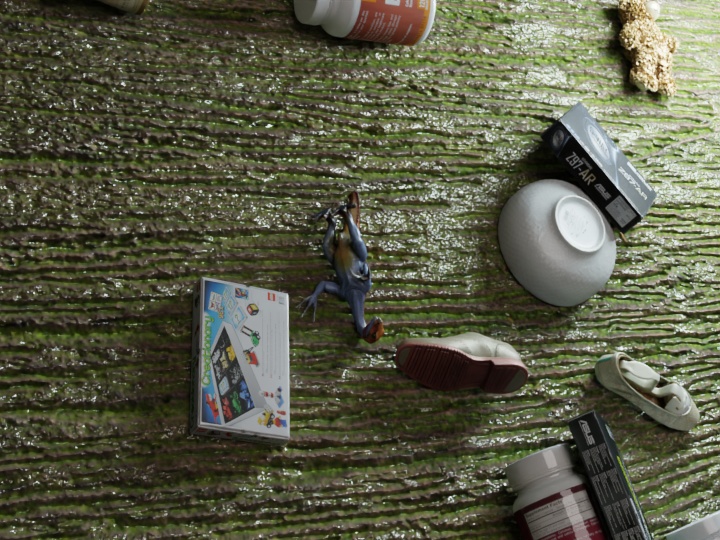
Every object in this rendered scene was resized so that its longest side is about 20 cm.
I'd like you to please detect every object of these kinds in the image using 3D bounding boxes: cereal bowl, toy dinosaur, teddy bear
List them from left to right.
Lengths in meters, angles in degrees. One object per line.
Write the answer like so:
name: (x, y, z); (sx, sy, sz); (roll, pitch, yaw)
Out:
toy dinosaur: (0.000, 0.000, 1.786); (0.200, 0.104, 0.184); (-36, 107, -49)
cereal bowl: (0.310, -0.052, 1.988); (0.197, 0.083, 0.203); (13, 61, -24)
teddy bear: (0.502, -0.394, 2.279); (0.143, 0.067, 0.203); (21, 58, -22)

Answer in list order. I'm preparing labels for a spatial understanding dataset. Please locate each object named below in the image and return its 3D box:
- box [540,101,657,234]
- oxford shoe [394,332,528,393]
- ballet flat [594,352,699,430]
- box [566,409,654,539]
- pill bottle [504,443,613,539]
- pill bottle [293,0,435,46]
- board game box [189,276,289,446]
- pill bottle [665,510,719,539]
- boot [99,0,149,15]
box: (0.378, -0.164, 2.067); (0.201, 0.043, 0.160); (50, 27, 2)
oxford shoe: (0.134, 0.121, 1.823); (0.197, 0.071, 0.075); (14, 33, -22)
ballet flat: (0.439, 0.181, 1.957); (0.198, 0.062, 0.068); (26, 56, -17)
box: (0.345, 0.297, 1.783); (0.047, 0.193, 0.203); (-22, 73, 8)
pill bottle: (0.270, 0.342, 1.746); (0.113, 0.114, 0.203); (-9, 71, -33)
pill bottle: (0.005, -0.402, 1.970); (0.197, 0.112, 0.114); (1, 65, -29)
board game box: (-0.152, 0.115, 1.668); (0.125, 0.035, 0.203); (12, 61, -25)
pill bottle: (0.510, 0.446, 1.831); (0.115, 0.116, 0.202); (-14, 73, -34)
boot: (-0.372, -0.455, 1.805); (0.153, 0.073, 0.203); (4, 70, -31)
